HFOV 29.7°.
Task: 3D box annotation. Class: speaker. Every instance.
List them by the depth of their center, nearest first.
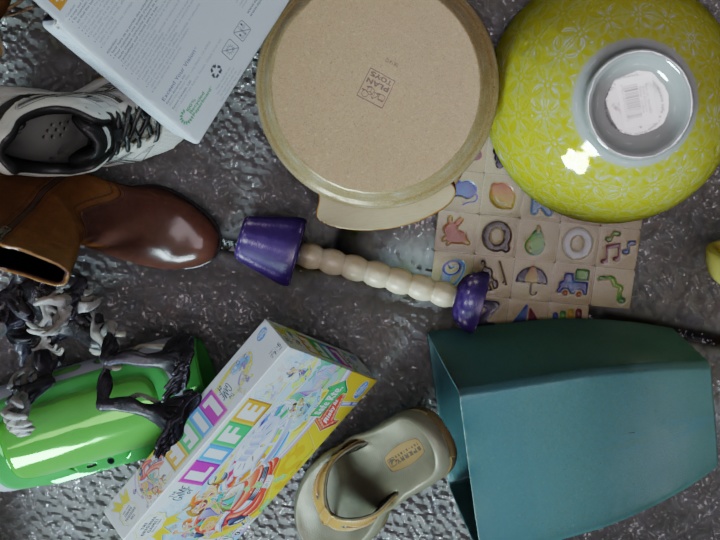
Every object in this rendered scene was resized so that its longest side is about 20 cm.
[{"bbox_3d":[-0.215,0.115,1.087,0.199,0.088,0.089,-16,103,3],"label":"speaker"}]

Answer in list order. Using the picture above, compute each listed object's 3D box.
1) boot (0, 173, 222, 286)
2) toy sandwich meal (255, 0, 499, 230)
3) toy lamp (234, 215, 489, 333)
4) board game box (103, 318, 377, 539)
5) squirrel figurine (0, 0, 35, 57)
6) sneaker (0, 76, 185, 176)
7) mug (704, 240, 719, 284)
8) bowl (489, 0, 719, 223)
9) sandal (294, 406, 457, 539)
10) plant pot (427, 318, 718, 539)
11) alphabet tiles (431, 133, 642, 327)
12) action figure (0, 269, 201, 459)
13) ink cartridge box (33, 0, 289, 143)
[{"bbox_3d":[-0.198,-0.031,0.993,0.188,0.200,0.069,27,101,-7],"label":"boot"},{"bbox_3d":[0.016,-0.135,1.045,0.204,0.070,0.206,1,98,4],"label":"toy sandwich meal"},{"bbox_3d":[0.000,0.000,1.075,0.199,0.058,0.058,15,103,-1],"label":"toy lamp"},{"bbox_3d":[-0.093,0.137,1.076,0.200,0.134,0.034,-49,57,10],"label":"board game box"},{"bbox_3d":[-0.265,-0.247,0.942,0.141,0.200,0.187,26,93,-12],"label":"squirrel figurine"},{"bbox_3d":[-0.192,-0.100,1.001,0.199,0.088,0.076,-14,118,-31],"label":"sneaker"},{"bbox_3d":[0.375,-0.025,1.030,0.186,0.153,0.150,25,102,-6],"label":"mug"},{"bbox_3d":[0.198,-0.128,1.020,0.199,0.108,0.201,0,99,-1],"label":"bowl"},{"bbox_3d":[0.000,0.174,1.083,0.080,0.054,0.200,54,133,7],"label":"sandal"},{"bbox_3d":[0.169,0.117,1.069,0.199,0.141,0.142,-10,107,-5],"label":"plant pot"},{"bbox_3d":[0.145,-0.041,1.097,0.166,0.006,0.201,5,103,-2],"label":"alphabet tiles"},{"bbox_3d":[-0.219,0.058,1.004,0.199,0.102,0.119,22,121,15],"label":"action figure"},{"bbox_3d":[-0.131,-0.223,0.947,0.200,0.041,0.200,-58,138,-10],"label":"ink cartridge box"}]
